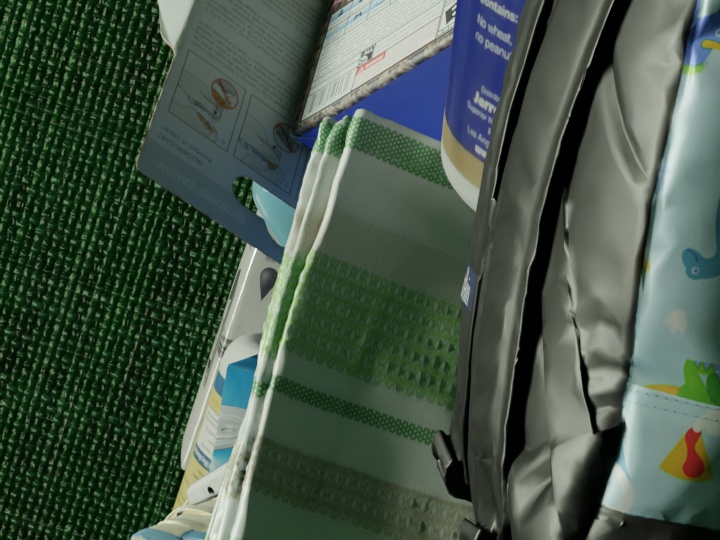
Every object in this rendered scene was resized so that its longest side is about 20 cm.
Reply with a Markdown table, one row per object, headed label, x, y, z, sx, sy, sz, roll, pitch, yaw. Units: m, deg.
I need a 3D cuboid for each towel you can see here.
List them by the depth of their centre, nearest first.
| label | x | y | z | sx | sy | sz | roll | pitch | yaw |
| --- | --- | --- | --- | --- | --- | --- | --- | --- | --- |
| towel | 0.032 | 0.055 | 0.568 | 0.031 | 0.148 | 0.201 | 131 | 156 | -75 |

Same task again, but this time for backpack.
| label | x | y | z | sx | sy | sz | roll | pitch | yaw |
| --- | --- | --- | --- | --- | --- | --- | --- | --- | --- |
| backpack | 0.093 | -0.028 | 0.402 | 0.163 | 0.153 | 0.201 | -98 | 5 | -81 |

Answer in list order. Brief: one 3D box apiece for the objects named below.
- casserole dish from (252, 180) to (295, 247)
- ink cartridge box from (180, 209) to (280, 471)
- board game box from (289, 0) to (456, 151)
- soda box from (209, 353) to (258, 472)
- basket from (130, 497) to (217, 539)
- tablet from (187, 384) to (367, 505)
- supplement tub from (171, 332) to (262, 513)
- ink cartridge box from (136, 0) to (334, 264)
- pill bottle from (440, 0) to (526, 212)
| label | x | y | z | sx | sy | sz | roll | pitch | yaw |
| --- | --- | --- | --- | --- | --- | --- | --- | --- | --- |
| casserole dish | 0.000 | 0.000 | 0.874 | 0.039 | 0.200 | 0.121 | -32 | 14 | 11 |
| ink cartridge box | -0.018 | 0.049 | 1.056 | 0.084 | 0.145 | 0.201 | -115 | 43 | -79 |
| board game box | 0.071 | -0.142 | 0.768 | 0.159 | 0.097 | 0.201 | -26 | 40 | 44 |
| soda box | -0.042 | 0.145 | 0.832 | 0.068 | 0.064 | 0.201 | -15 | -64 | -67 |
| basket | -0.028 | 0.173 | 0.722 | 0.200 | 0.138 | 0.177 | -14 | -62 | -67 |
| tablet | 0.025 | 0.034 | 0.690 | 0.200 | 0.014 | 0.130 | -31 | -3 | -41 |
| supplement tub | -0.039 | 0.151 | 0.951 | 0.145 | 0.144 | 0.201 | -118 | 46 | -82 |
| ink cartridge box | -0.031 | -0.081 | 0.793 | 0.057 | 0.162 | 0.201 | -22 | 43 | 48 |
| pill bottle | 0.090 | -0.113 | 0.504 | 0.116 | 0.115 | 0.201 | -82 | -2 | -59 |
